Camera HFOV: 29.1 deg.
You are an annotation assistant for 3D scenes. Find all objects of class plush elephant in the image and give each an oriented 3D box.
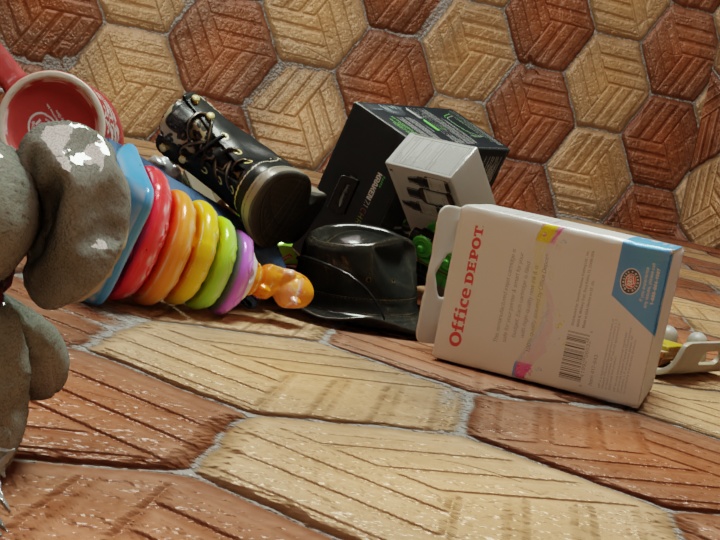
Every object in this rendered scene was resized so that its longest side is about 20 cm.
[{"bbox_3d":[-0.186,0.004,0.585,0.163,0.157,0.199,6,8,-38],"label":"plush elephant"}]

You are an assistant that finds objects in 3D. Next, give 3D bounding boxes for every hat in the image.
[{"bbox_3d":[0.000,0.000,1.269,0.198,0.082,0.201,11,6,-1],"label":"hat"}]

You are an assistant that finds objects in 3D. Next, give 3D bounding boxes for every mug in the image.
[{"bbox_3d":[-0.334,-0.149,1.438,0.176,0.135,0.200,23,-1,-9],"label":"mug"}]

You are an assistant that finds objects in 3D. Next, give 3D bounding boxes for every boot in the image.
[{"bbox_3d":[-0.113,-0.092,1.216,0.150,0.074,0.200,37,7,9],"label":"boot"}]

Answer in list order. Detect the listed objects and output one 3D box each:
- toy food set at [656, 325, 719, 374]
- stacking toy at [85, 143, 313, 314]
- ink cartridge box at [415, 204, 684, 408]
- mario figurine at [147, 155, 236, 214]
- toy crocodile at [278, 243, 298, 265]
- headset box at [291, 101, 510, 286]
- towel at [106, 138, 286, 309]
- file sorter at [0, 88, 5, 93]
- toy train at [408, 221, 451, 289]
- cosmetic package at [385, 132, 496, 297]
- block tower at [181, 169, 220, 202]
[{"bbox_3d":[0.260,0.053,1.367,0.198,0.061,0.143,16,8,36],"label":"toy food set"},{"bbox_3d":[-0.124,-0.008,1.113,0.198,0.111,0.116,21,18,-28],"label":"stacking toy"},{"bbox_3d":[0.155,0.021,1.158,0.198,0.130,0.125,14,7,16],"label":"ink cartridge box"},{"bbox_3d":[-0.204,-0.053,1.261,0.198,0.107,0.123,11,8,-23],"label":"mario figurine"},{"bbox_3d":[-0.071,-0.030,1.517,0.198,0.062,0.068,7,49,-39],"label":"toy crocodile"},{"bbox_3d":[0.040,-0.076,1.457,0.092,0.176,0.199,37,24,28],"label":"headset box"},{"bbox_3d":[-0.161,-0.045,1.198,0.199,0.049,0.112,31,12,-16],"label":"towel"},{"bbox_3d":[-0.477,-0.159,1.583,0.198,0.126,0.138,15,7,30],"label":"file sorter"},{"bbox_3d":[0.128,0.019,1.291,0.199,0.057,0.042,28,41,18],"label":"toy train"},{"bbox_3d":[0.094,-0.037,1.356,0.082,0.051,0.201,18,-35,39],"label":"cosmetic package"},{"bbox_3d":[-0.167,-0.083,1.532,0.057,0.054,0.200,-26,0,-11],"label":"block tower"}]
